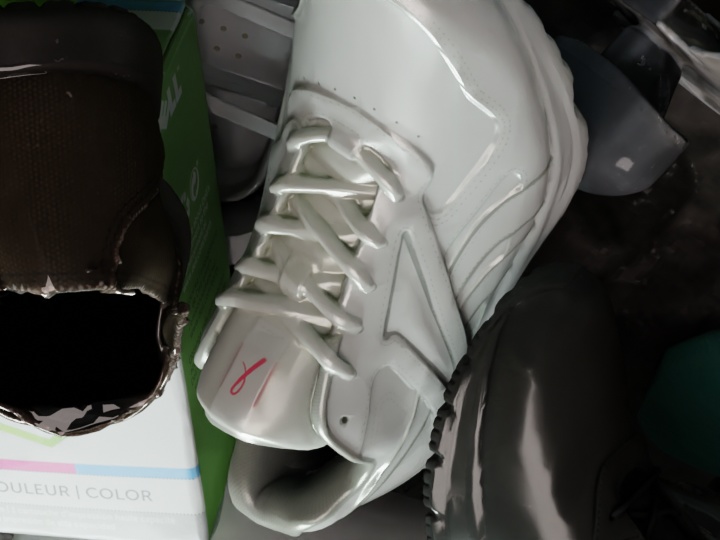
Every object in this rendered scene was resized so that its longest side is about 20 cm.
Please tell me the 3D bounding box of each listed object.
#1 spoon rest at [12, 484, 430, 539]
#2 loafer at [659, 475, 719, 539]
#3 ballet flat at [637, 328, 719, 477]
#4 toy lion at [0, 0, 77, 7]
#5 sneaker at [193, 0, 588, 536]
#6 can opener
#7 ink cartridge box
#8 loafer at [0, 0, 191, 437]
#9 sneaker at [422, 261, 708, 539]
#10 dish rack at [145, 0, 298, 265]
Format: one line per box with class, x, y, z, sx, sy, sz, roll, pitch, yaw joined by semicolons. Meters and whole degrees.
spoon rest;-0.012;0.072;0.876;0.199;0.100;0.061;-14;122;9
loafer;0.109;0.101;0.858;0.199;0.063;0.072;17;101;-15
ballet flat;0.174;0.051;0.825;0.199;0.071;0.068;0;129;14
toy lion;-0.092;-0.136;0.673;0.199;0.069;0.193;-17;91;33
sneaker;0.000;0.000;0.745;0.078;0.099;0.201;29;142;26
can opener;0.103;-0.017;0.719;0.067;0.200;0.053;-46;126;3
ink cartridge box;-0.095;-0.020;0.786;0.103;0.059;0.201;3;128;12
loafer;-0.076;0.007;0.670;0.073;0.072;0.200;-3;161;-1
sneaker;0.072;0.094;0.762;0.090;0.076;0.201;5;113;30
dish rack;-0.086;-0.101;0.787;0.199;0.044;0.172;20;129;-2
